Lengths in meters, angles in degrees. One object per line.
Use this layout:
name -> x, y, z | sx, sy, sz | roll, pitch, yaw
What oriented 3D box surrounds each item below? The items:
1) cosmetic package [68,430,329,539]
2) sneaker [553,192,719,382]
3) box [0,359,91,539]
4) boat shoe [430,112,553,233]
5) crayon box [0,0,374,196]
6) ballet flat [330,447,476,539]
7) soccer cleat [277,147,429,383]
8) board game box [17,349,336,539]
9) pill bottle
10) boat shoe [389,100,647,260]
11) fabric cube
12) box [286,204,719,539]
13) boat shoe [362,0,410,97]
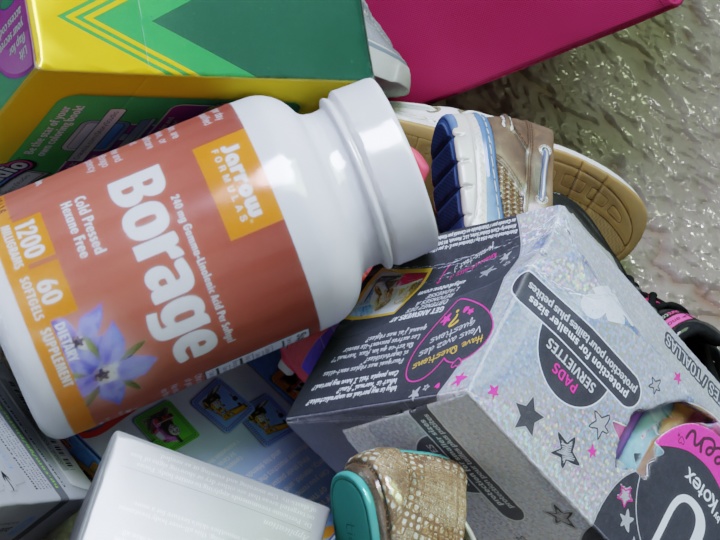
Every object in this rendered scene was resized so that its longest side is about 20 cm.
cosmetic package -> -0.091, 0.181, 0.964 | 0.106, 0.090, 0.201 | 22, 56, -6
sneaker -> 0.153, 0.035, 1.244 | 0.076, 0.084, 0.201 | -21, 71, -43
box -> -0.195, 0.047, 0.979 | 0.156, 0.041, 0.200 | 52, 3, 8
boat shoe -> 0.084, 0.014, 1.196 | 0.072, 0.072, 0.202 | -3, 81, -12
crayon box -> -0.115, -0.077, 1.121 | 0.171, 0.200, 0.059 | 1, 69, -29
ballet flat -> 0.031, 0.174, 1.001 | 0.065, 0.202, 0.070 | -10, 14, -26
soccer cleat -> 0.000, 0.000, 1.171 | 0.066, 0.077, 0.200 | 33, 23, -10
board game box -> -0.051, 0.097, 1.120 | 0.200, 0.037, 0.151 | 42, 44, 13
pill bottle -> -0.071, -0.011, 1.045 | 0.199, 0.112, 0.113 | -23, 60, -6
boat shoe -> 0.069, -0.059, 1.306 | 0.199, 0.071, 0.069 | 18, 23, -20
fabric cube -> 0.070, -0.236, 1.314 | 0.201, 0.198, 0.197 | 56, 33, -21
box -> 0.089, 0.085, 1.073 | 0.200, 0.132, 0.115 | 46, 56, -25
boat shoe -> -0.024, -0.139, 1.211 | 0.201, 0.069, 0.072 | 23, 70, -64
